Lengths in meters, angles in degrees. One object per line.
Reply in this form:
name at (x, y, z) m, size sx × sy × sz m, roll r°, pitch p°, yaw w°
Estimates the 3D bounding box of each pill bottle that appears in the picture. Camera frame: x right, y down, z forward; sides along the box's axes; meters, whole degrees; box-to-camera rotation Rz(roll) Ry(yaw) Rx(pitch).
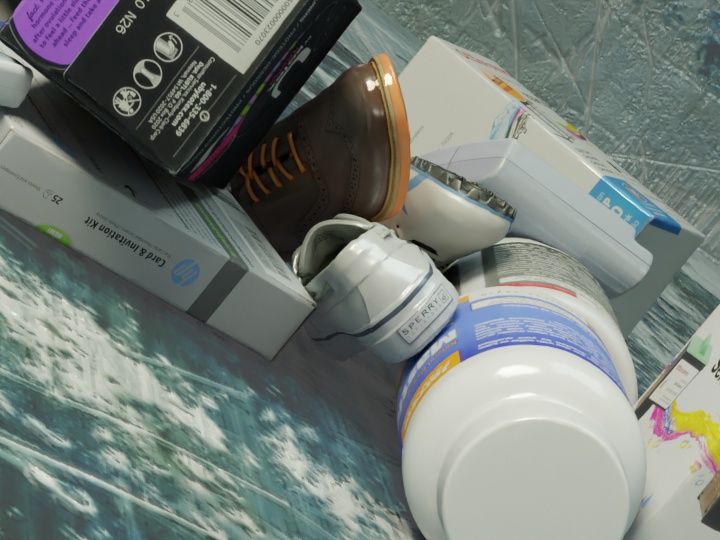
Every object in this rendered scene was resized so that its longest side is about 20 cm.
pill bottle at (0.073, 0.081, 1.260) m, size 0.112 × 0.112 × 0.200 m, roll 37°, pitch 9°, yaw -7°
pill bottle at (0.086, 0.047, 1.469) m, size 0.114 × 0.114 × 0.200 m, roll 38°, pitch 10°, yaw -6°

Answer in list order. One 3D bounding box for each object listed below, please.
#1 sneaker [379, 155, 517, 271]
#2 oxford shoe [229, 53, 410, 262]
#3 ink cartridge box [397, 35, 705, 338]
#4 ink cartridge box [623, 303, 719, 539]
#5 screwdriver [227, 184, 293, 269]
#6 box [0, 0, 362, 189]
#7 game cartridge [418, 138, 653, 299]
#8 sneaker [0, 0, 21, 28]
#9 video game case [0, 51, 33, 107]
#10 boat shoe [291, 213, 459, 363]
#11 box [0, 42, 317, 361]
sneaker at (0.025, -0.016, 1.484) m, size 0.072 × 0.073 × 0.200 m, roll 28°, pitch -14°, yaw -17°
oxford shoe at (-0.026, -0.050, 1.405) m, size 0.073 × 0.200 × 0.071 m, roll -7°, pitch 68°, yaw -20°
ink cartridge box at (0.097, -0.035, 1.815) m, size 0.200 × 0.145 × 0.147 m, roll 41°, pitch 10°, yaw 19°
ink cartridge box at (0.178, 0.098, 1.305) m, size 0.084 × 0.200 × 0.145 m, roll 38°, pitch 9°, yaw -10°
screwdriver at (-0.052, -0.016, 1.536) m, size 0.029 × 0.028 × 0.200 m, roll -4°, pitch 38°, yaw -31°
box at (-0.079, -0.118, 1.289) m, size 0.106 × 0.122 × 0.200 m, roll 38°, pitch 3°, yaw 3°
game cartridge at (0.068, -0.015, 1.627) m, size 0.133 × 0.041 × 0.200 m, roll 38°, pitch -30°, yaw -16°
sneaker at (-0.228, -0.176, 1.368) m, size 0.200 × 0.075 × 0.088 m, roll 35°, pitch -21°, yaw -14°
video game case at (-0.252, -0.123, 1.144) m, size 0.182 × 0.023 × 0.200 m, roll 28°, pitch 6°, yaw 15°
boat shoe at (0.000, 0.000, 1.373) m, size 0.067 × 0.074 × 0.200 m, roll 48°, pitch -11°, yaw -9°
box at (-0.129, -0.046, 1.319) m, size 0.200 × 0.041 × 0.156 m, roll 32°, pitch 11°, yaw -39°
